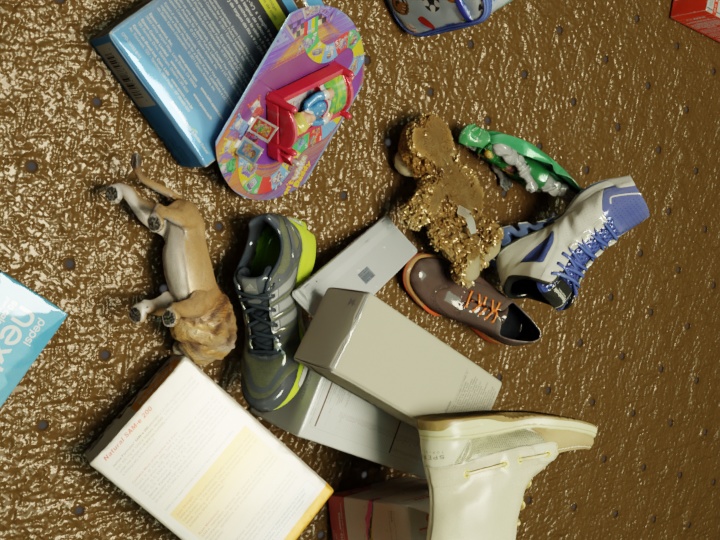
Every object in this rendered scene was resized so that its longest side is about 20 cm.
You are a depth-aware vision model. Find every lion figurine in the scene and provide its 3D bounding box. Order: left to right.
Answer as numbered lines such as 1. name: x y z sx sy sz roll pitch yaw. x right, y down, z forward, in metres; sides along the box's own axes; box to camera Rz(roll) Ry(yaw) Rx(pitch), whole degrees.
1. lion figurine: -0.167 -0.007 0.773 0.122 0.072 0.200 -9 95 -66

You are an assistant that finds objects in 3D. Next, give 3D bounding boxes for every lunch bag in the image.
1. lunch bag: 0.072 -0.345 0.834 0.076 0.160 0.200 -38 115 -24

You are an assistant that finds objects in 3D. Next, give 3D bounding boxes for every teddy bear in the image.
1. teddy bear: 0.094 -0.076 0.930 0.200 0.067 0.145 48 55 -25

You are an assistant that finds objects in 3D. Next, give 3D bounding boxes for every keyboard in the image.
1. keyboard: 0.000 0.000 0.856 0.056 0.011 0.200 51 39 -3

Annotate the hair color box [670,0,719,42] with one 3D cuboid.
1. hair color box: 0.542 -0.392 1.189 0.200 0.064 0.111 9 90 -34

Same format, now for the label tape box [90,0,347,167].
1. label tape box: -0.127 -0.214 0.780 0.200 0.066 0.143 -45 118 -23

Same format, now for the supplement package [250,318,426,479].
1. supplement package: 0.006 0.140 0.881 0.200 0.109 0.114 27 80 -32

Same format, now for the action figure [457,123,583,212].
1. action figure: 0.197 -0.121 0.989 0.200 0.118 0.055 28 90 -23

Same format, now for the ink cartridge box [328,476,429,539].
1. ink cartridge box: 0.065 0.267 0.876 0.116 0.200 0.068 -3 83 -32

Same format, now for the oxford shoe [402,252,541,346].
1. oxford shoe: 0.136 0.034 0.974 0.200 0.072 0.071 26 82 -32

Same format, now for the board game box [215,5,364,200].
1. board game box: -0.049 -0.148 0.792 0.200 0.039 0.158 -58 153 5

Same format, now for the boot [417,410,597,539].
1. boot: 0.140 0.210 0.772 0.200 0.072 0.155 5 82 -31

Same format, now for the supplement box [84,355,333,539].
1. supplement box: -0.143 0.192 0.788 0.200 0.074 0.126 45 71 -13

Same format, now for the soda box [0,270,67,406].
1. soda box: -0.337 0.097 0.683 0.068 0.064 0.200 40 74 -30

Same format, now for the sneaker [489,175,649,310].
1. sneaker: 0.243 -0.015 0.952 0.081 0.199 0.115 44 30 -39

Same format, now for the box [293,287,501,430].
1. box: 0.040 0.097 0.787 0.200 0.068 0.082 36 73 -32

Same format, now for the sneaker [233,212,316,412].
1. sneaker: -0.094 0.036 0.799 0.081 0.074 0.200 32 56 -63
